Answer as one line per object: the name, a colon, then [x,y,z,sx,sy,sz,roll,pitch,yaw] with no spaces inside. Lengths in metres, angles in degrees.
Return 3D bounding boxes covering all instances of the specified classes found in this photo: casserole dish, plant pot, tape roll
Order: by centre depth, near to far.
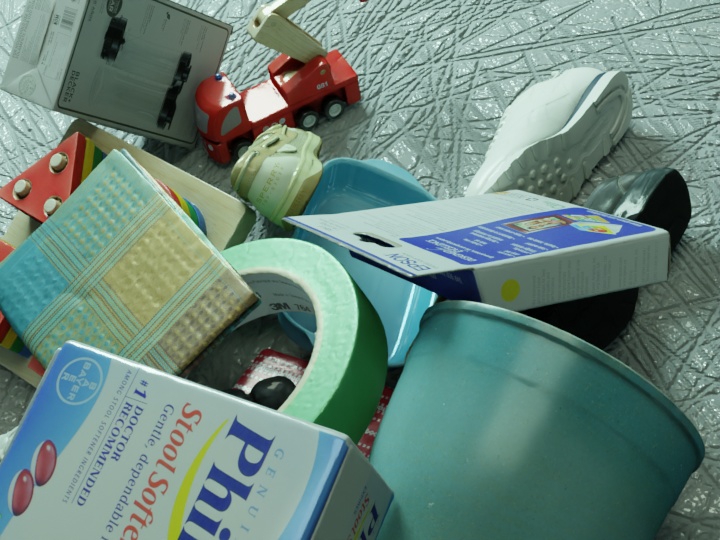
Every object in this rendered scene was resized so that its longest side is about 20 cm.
plant pot: [0.085,0.153,0.957,0.199,0.200,0.189,20,70,26]
tape roll: [-0.080,0.072,1.028,0.199,0.048,0.202,-18,46,19]
casserole dish: [0.000,0.000,1.177,0.120,0.039,0.201,23,50,-8]

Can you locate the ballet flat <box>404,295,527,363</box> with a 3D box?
ballet flat: [0.084,0.028,1.130,0.067,0.063,0.201,11,44,18]

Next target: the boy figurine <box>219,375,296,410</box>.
boy figurine: [-0.063,0.167,1.017,0.123,0.065,0.201,-12,42,0]

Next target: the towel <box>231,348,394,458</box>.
towel: [-0.059,0.150,1.090,0.143,0.023,0.201,16,53,24]

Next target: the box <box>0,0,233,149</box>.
box: [-0.197,-0.176,1.275,0.060,0.199,0.118,21,96,28]

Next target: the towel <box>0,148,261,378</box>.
towel: [-0.169,0.015,1.070,0.147,0.022,0.200,-45,50,-3]

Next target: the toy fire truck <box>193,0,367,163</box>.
toy fire truck: [-0.057,-0.187,1.312,0.199,0.142,0.049,-26,48,-13]

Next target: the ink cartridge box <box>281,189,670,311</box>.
ink cartridge box: [0.075,-0.013,1.059,0.198,0.048,0.197,-11,17,-25]

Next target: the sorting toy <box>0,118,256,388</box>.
sorting toy: [-0.213,-0.007,1.174,0.199,0.070,0.200,27,83,32]

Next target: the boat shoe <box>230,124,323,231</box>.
boat shoe: [-0.073,-0.081,1.211,0.063,0.074,0.201,28,11,-11]

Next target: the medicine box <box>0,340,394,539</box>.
medicine box: [-0.110,0.163,0.871,0.198,0.103,0.183,15,69,25]

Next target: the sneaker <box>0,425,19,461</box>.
sneaker: [-0.229,0.140,1.026,0.098,0.200,0.079,-11,81,-13]

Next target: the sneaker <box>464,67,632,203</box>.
sneaker: [0.139,-0.097,1.249,0.080,0.077,0.200,20,48,37]

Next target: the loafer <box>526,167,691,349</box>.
loafer: [0.173,-0.001,1.159,0.072,0.073,0.200,7,43,45]
